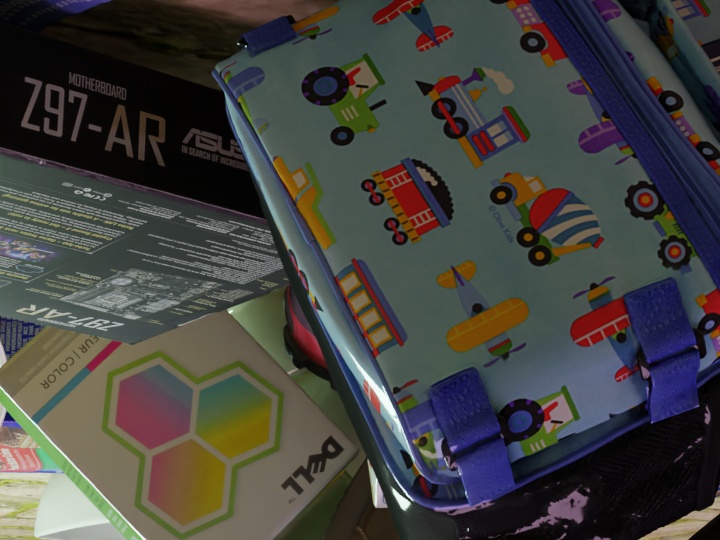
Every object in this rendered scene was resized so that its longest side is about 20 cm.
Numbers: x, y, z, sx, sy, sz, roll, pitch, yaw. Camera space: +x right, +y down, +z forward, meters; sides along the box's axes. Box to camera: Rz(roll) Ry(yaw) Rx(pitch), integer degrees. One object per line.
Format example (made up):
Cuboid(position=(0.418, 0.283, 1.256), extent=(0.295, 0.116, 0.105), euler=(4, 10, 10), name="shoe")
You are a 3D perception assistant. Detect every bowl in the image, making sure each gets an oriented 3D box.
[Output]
Cuboid(position=(-0.139, 0.177, 1.596), extent=(0.199, 0.075, 0.199), euler=(13, 162, -43), name="bowl")

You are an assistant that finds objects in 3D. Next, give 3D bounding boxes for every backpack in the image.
Cuboid(position=(0.078, -0.020, 0.588), extent=(0.199, 0.184, 0.135), euler=(-22, 151, -3), name="backpack")

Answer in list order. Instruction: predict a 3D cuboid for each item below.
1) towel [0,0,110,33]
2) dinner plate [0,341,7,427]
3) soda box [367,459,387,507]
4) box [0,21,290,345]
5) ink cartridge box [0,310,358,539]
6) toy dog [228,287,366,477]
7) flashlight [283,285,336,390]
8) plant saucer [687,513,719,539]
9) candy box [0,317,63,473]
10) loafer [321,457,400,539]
Cuboid(position=(-0.191, -0.088, 0.615), extent=(0.199, 0.024, 0.144), euler=(9, 164, -34), name="towel")
Cuboid(position=(-0.275, 0.050, 1.000), extent=(0.198, 0.024, 0.201), euler=(-4, 132, -5), name="dinner plate")
Cuboid(position=(0.100, 0.053, 0.858), extent=(0.198, 0.068, 0.064), euler=(-2, 135, -5), name="soda box")
Cuboid(position=(-0.117, -0.027, 0.701), extent=(0.199, 0.044, 0.160), euler=(14, 158, -37), name="box")
Cuboid(position=(-0.072, 0.092, 0.955), extent=(0.104, 0.200, 0.059), euler=(-43, 178, -16), name="ink cartridge box")
Cuboid(position=(-0.019, 0.111, 1.060), extent=(0.192, 0.202, 0.140), euler=(-1, 167, 4), name="toy dog")
Cuboid(position=(0.000, 0.000, 0.906), extent=(0.068, 0.068, 0.200), euler=(33, 162, 5), name="flashlight")
Cuboid(position=(0.160, 0.070, 0.640), extent=(0.200, 0.035, 0.200), euler=(-37, 173, -5), name="plant saucer")
Cuboid(position=(-0.242, 0.067, 1.132), extent=(0.198, 0.078, 0.169), euler=(3, 165, -9), name="candy box")
Cuboid(position=(0.051, 0.081, 0.937), extent=(0.071, 0.201, 0.073), euler=(20, 174, 32), name="loafer")
